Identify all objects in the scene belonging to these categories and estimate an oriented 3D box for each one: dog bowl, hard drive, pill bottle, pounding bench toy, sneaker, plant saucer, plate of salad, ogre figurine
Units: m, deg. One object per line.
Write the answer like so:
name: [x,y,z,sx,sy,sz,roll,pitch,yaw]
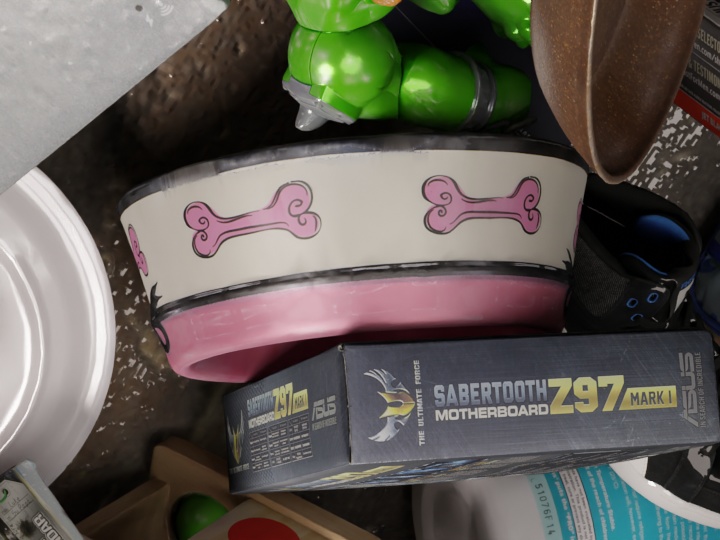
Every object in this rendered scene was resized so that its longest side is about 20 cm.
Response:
dog bowl: [0.000,0.000,0.939,0.198,0.200,0.075,0,79,-27]
hard drive: [-0.164,-0.132,0.827,0.139,0.033,0.200,-35,115,24]
pill bottle: [0.134,0.114,1.131,0.198,0.111,0.112,-11,121,-21]
pounding bench toy: [-0.111,0.158,1.028,0.156,0.199,0.125,-31,138,-51]
sneaker: [0.142,0.037,1.036,0.200,0.112,0.073,42,60,-3]
plant saucer: [0.106,-0.136,0.874,0.200,0.036,0.202,15,90,-72]
plate of salad: [-0.201,0.023,0.939,0.198,0.048,0.202,-2,112,-5]
ogre figurine: [0.017,-0.132,0.853,0.119,0.098,0.201,-25,143,-33]

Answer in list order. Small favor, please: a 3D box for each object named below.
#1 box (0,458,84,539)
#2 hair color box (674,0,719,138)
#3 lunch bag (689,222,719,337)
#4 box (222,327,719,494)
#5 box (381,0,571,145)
box: [-0.164,0.185,0.951,0.200,0.137,0.040,-40,175,38]
hair color box: [0.239,-0.124,1.059,0.198,0.102,0.062,-17,123,-18]
lunch bag: [0.258,0.004,1.077,0.082,0.200,0.161,24,104,-35]
box: [0.039,0.061,0.950,0.156,0.200,0.052,-3,82,-17]
box: [0.048,-0.153,0.958,0.141,0.079,0.200,-45,128,5]
